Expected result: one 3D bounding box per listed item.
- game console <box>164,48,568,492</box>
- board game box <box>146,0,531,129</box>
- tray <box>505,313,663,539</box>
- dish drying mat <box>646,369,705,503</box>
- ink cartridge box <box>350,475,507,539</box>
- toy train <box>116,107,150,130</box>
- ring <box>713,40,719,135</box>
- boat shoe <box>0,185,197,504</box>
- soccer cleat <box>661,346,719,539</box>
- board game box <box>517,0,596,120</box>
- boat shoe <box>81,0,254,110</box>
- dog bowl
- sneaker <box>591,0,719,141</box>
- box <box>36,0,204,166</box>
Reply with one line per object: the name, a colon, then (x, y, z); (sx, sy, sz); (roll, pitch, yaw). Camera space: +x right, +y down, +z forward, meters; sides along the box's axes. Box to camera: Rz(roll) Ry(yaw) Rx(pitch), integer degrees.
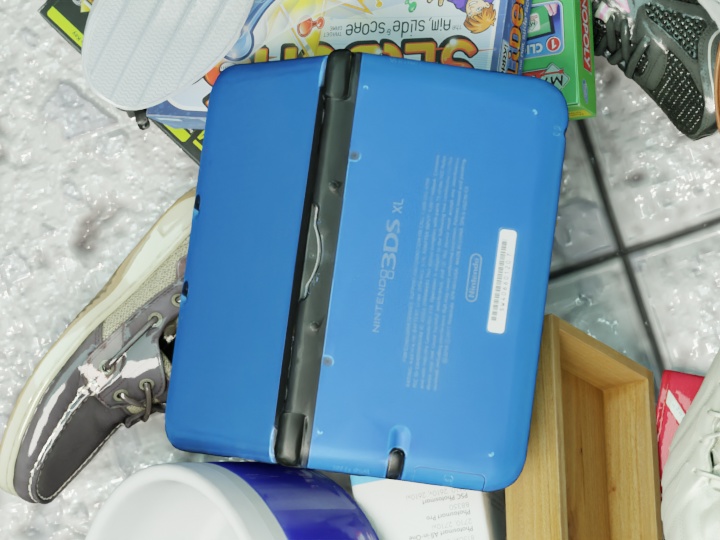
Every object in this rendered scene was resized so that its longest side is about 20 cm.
game console: (0.000, 0.000, 1.148); (0.170, 0.118, 0.200); (8, 86, -5)
board game box: (-0.009, -0.137, 1.204); (0.200, 0.034, 0.136); (4, 82, 26)
tray: (0.112, 0.132, 1.161); (0.037, 0.099, 0.200); (-17, 61, 34)
dish drying mat: (0.247, 0.107, 1.204); (0.200, 0.018, 0.077); (11, 79, 13)
ink cartridge box: (0.046, 0.171, 1.177); (0.068, 0.116, 0.200); (-11, 75, 9)
toy train: (-0.133, -0.172, 1.286); (0.046, 0.034, 0.200); (-14, 74, -1)
ring: (0.274, -0.105, 1.172); (0.200, 0.201, 0.019); (-29, 32, 3)
boat shoe: (-0.120, 0.047, 1.261); (0.065, 0.072, 0.200); (33, 80, 21)
soccer cleat: (0.201, 0.062, 1.174); (0.069, 0.078, 0.200); (20, 75, 14)
board game box: (0.023, -0.134, 1.224); (0.200, 0.029, 0.135); (-6, 79, 24)
boat shoe: (-0.074, -0.169, 1.188); (0.072, 0.062, 0.200); (32, 114, -14)
dog bowl: (-0.064, 0.194, 1.155); (0.200, 0.079, 0.200); (-2, 87, 54)
sneaker: (0.125, -0.143, 1.241); (0.086, 0.080, 0.200); (-21, 60, -25)
box: (-0.045, -0.146, 1.303); (0.200, 0.048, 0.193); (42, 91, 16)
